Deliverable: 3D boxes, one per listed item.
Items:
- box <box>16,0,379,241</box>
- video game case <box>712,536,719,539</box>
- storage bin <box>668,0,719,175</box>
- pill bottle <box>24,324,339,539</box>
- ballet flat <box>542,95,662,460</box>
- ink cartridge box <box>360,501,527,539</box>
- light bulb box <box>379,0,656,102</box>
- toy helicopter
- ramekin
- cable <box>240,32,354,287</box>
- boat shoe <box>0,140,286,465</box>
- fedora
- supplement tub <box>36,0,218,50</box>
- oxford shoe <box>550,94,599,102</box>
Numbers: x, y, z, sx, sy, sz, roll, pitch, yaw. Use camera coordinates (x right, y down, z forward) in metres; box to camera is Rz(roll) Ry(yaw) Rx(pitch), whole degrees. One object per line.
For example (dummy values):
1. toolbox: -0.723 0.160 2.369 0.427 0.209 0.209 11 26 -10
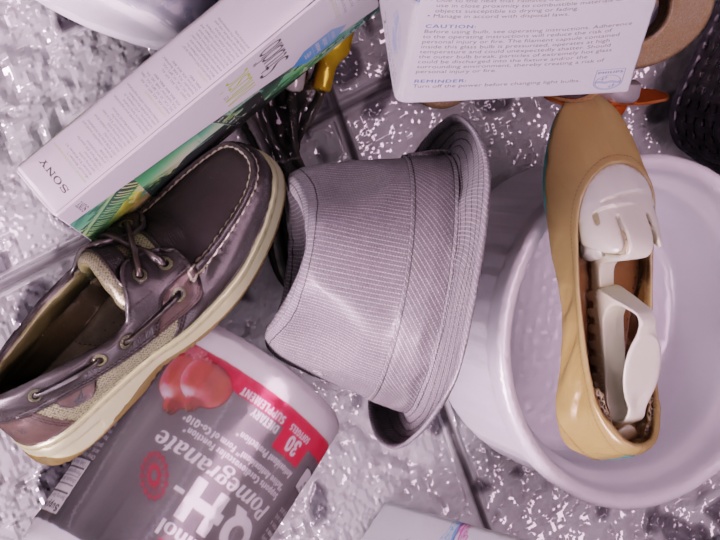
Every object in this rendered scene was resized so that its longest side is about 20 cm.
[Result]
1. box: -0.077 -0.093 1.455 0.200 0.144 0.036 -38 84 0
2. video game case: 0.236 0.263 1.789 0.182 0.022 0.201 -23 108 -27
3. storage bin: 0.286 -0.134 1.708 0.135 0.094 0.201 33 80 -43
4. pill bottle: -0.107 0.132 1.513 0.111 0.111 0.200 40 76 -29
5. ballet flat: 0.140 0.005 1.559 0.068 0.063 0.201 -9 100 -30
6. ink cartridge box: 0.074 0.235 1.586 0.145 0.200 0.145 41 73 -29
7. light bulb box: 0.074 -0.216 1.387 0.124 0.200 0.199 -4 62 -8
8. toy helicopter: 0.114 -0.134 1.646 0.199 0.079 0.133 -22 117 -16
9. ramekin: 0.137 0.030 1.654 0.200 0.098 0.201 -5 99 -31
10. cable: -0.042 -0.076 1.560 0.097 0.050 0.201 -8 101 -26
11. boat shoe: -0.117 0.011 1.481 0.200 0.073 0.065 -52 140 -3
12. fedora: 0.000 0.000 1.499 0.090 0.200 0.178 10 91 -8
13. supplement tub: -0.100 -0.222 1.463 0.122 0.122 0.201 25 83 -31
14. oxford shoe: 0.048 -0.150 1.520 0.200 0.073 0.071 35 113 -3
